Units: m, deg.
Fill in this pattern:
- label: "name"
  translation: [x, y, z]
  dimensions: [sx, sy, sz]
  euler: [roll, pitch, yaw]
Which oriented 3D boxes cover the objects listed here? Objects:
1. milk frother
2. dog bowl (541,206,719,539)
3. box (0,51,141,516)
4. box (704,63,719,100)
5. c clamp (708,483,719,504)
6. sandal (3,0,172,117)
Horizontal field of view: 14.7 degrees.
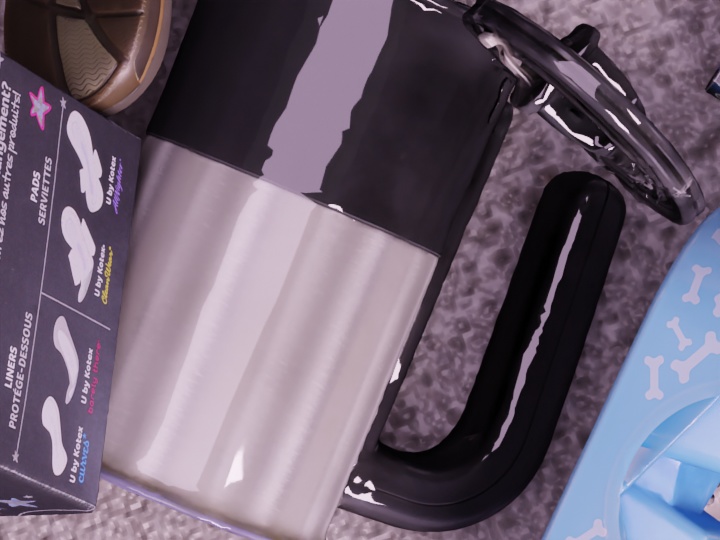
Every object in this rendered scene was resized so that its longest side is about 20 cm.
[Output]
- label: "milk frother"
  translation: [0.000, 0.000, 0.897]
  dimensions: [0.180, 0.200, 0.188]
  euler: [22, 90, 0]
- label: "dog bowl"
  translation: [0.105, 0.068, 0.909]
  dimensions: [0.050, 0.111, 0.200]
  euler: [26, 92, 19]
- label: "box"
  translation: [-0.188, 0.005, 0.890]
  dimensions: [0.200, 0.115, 0.132]
  euler: [-4, 71, 28]
- label: "box"
  translation: [0.230, -0.112, 0.967]
  dimensions: [0.136, 0.038, 0.200]
  euler: [32, 90, 3]
- label: "c clamp"
  translation: [0.111, 0.141, 0.970]
  dimensions: [0.171, 0.027, 0.200]
  euler: [27, 89, 2]
- label: "sandal"
  translation: [-0.075, -0.135, 0.958]
  dimensions: [0.082, 0.055, 0.200]
  euler: [-17, 57, 31]
